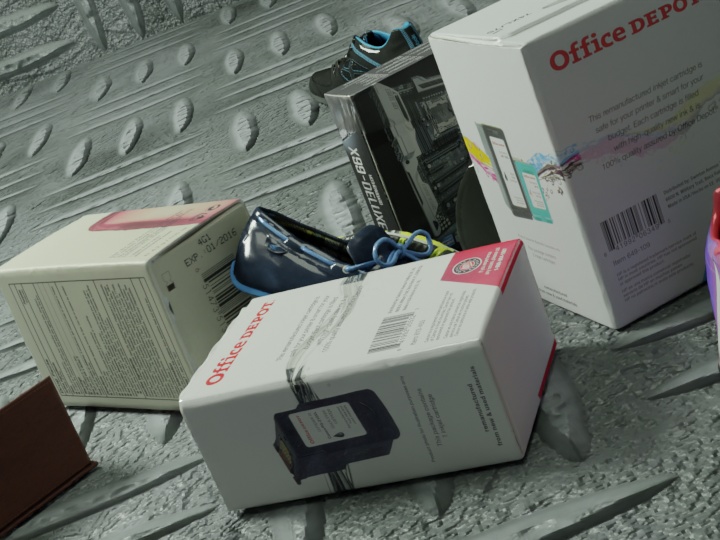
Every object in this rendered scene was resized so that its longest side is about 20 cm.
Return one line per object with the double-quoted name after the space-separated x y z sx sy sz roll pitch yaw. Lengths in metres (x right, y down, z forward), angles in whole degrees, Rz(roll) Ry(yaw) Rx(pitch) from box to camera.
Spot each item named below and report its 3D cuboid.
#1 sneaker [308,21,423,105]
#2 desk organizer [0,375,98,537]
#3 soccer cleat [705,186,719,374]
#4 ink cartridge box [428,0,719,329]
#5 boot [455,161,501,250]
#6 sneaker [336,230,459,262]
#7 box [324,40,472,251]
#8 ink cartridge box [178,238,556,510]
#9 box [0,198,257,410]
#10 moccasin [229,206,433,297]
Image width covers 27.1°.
0.009 -0.248 1.785 0.200 0.082 0.073 -4 27 44 "sneaker"
-0.288 0.154 1.027 0.072 0.077 0.200 0 28 47 "desk organizer"
0.228 0.012 0.852 0.068 0.073 0.200 -17 19 14 "soccer cleat"
0.165 -0.093 1.011 0.146 0.201 0.146 -27 19 -15 "ink cartridge box"
0.166 -0.092 1.165 0.069 0.201 0.174 29 17 36 "boot"
0.008 -0.002 1.136 0.199 0.076 0.076 2 17 37 "sneaker"
0.088 -0.112 1.216 0.200 0.158 0.050 -29 20 -22 "box"
0.008 0.064 0.935 0.199 0.085 0.145 -13 21 22 "ink cartridge box"
-0.166 0.028 1.159 0.200 0.128 0.109 -2 27 44 "box"
0.000 0.000 1.043 0.199 0.068 0.080 13 8 16 "moccasin"
